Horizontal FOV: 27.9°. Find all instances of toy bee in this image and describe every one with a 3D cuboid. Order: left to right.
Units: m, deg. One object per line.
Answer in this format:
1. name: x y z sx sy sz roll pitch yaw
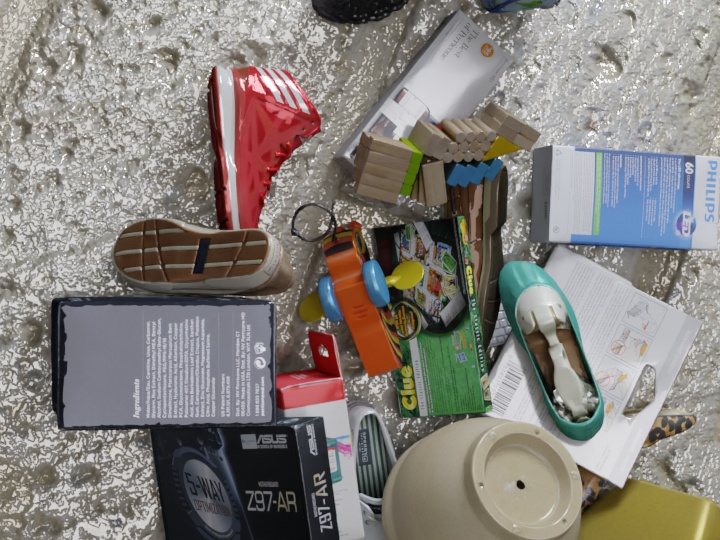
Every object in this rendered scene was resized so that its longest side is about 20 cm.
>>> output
1. toy bee: 0.000 0.000 1.475 0.129 0.109 0.202 1 119 4

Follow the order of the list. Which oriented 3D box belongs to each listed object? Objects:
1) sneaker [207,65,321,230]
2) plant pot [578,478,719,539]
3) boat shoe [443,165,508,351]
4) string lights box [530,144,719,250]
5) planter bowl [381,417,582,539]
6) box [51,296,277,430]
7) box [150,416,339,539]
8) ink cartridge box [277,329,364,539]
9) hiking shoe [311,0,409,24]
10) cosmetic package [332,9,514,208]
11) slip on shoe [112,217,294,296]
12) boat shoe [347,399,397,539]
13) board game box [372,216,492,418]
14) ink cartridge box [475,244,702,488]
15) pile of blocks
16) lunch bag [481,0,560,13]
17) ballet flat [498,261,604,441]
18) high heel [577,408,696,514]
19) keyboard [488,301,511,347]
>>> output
1. sneaker: -0.089 -0.108 1.460 0.114 0.078 0.203 -5 93 -13
2. plant pot: 0.313 0.334 1.491 0.195 0.193 0.202 35 74 -36
3. boat shoe: 0.113 -0.013 1.522 0.067 0.072 0.203 6 91 17
4. string lights box: 0.287 -0.077 1.566 0.198 0.059 0.104 3 90 -15
5. planter bowl: 0.136 0.228 1.419 0.198 0.135 0.202 11 59 -18
6. box: -0.191 0.084 1.372 0.197 0.197 0.119 0 90 -14
7. box: -0.111 0.225 1.402 0.043 0.198 0.162 -11 95 -51
8. ink cartridge box: -0.053 0.166 1.450 0.066 0.116 0.203 -9 92 -15
9. hiking shoe: 0.030 -0.334 1.498 0.199 0.076 0.101 -30 59 3
10. cosmetic package: 0.066 -0.168 1.512 0.082 0.051 0.201 40 81 -12
11. slip on shoe: -0.153 -0.008 1.412 0.061 0.198 0.077 41 55 -52
12. boat shoe: 0.012 0.236 1.493 0.073 0.067 0.202 -17 95 -13
13. board game box: 0.074 0.049 1.498 0.104 0.023 0.203 -6 94 30
14. ink cartridge box: 0.237 0.102 1.528 0.175 0.045 0.201 28 80 5
15. pile of blocks: 0.080 -0.118 1.465 0.198 0.062 0.083 -12 116 -13
16. lunch bag: 0.167 -0.368 1.479 0.081 0.161 0.203 -9 92 -14
17. ballet flat: 0.198 0.075 1.475 0.067 0.070 0.202 -22 79 -1
18. high heel: 0.272 0.227 1.554 0.198 0.071 0.144 -11 87 2
19. keyboard: 0.165 0.047 1.560 0.198 0.011 0.057 -11 93 -14
